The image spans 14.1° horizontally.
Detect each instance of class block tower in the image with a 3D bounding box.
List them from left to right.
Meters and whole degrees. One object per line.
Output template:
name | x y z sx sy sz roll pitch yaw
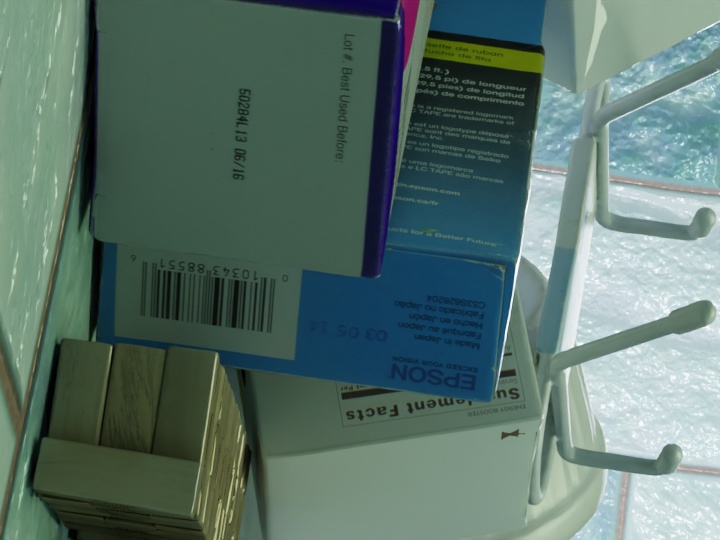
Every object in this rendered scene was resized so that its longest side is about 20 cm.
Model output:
block tower | -0.072 0.070 1.019 0.200 0.054 0.058 86 12 -78

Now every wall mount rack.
wall mount rack | 0.114 -0.005 1.195 0.174 0.074 0.201 81 18 -65

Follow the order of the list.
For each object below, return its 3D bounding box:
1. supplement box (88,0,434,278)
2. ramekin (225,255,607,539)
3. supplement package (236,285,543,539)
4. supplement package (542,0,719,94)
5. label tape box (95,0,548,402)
supplement box | -0.026 -0.100 1.003 0.200 0.103 0.102 -76 172 -55
ramekin | 0.010 0.056 1.302 0.203 0.201 0.095 -76 162 -63
supplement package | 0.000 0.000 1.168 0.114 0.109 0.201 91 -10 -62
supplement package | 0.063 -0.177 1.220 0.117 0.200 0.118 -27 129 -30
label tape box | -0.008 -0.040 1.077 0.200 0.143 0.064 -77 174 -57
